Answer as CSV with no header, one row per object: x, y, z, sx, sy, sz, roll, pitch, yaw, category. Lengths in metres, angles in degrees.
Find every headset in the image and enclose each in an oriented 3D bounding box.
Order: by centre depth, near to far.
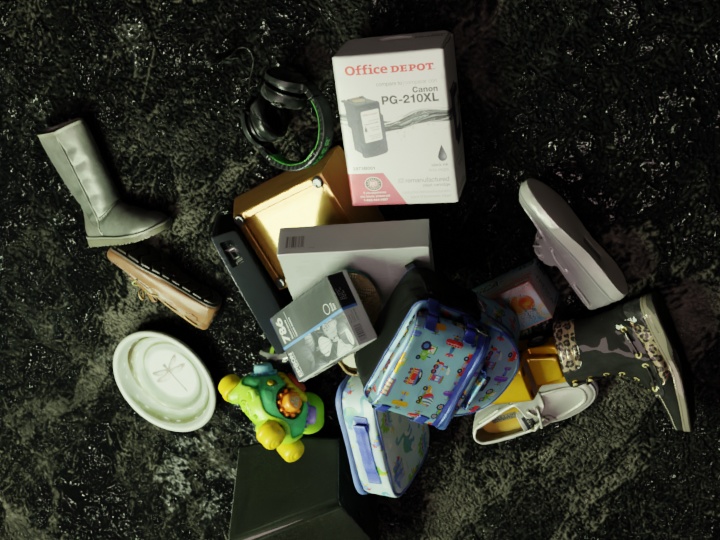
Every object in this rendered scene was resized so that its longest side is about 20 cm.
-0.124,-0.223,1.220,0.200,0.094,0.124,50,125,12,headset

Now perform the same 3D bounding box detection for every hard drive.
-0.154,0.013,1.344,0.042,0.135,0.201,-26,108,4,hard drive

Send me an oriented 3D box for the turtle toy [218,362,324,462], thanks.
-0.122,0.214,1.414,0.101,0.200,0.146,-45,58,-4,turtle toy

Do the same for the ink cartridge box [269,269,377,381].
-0.062,0.083,1.210,0.200,0.039,0.100,-38,76,50,ink cartridge box

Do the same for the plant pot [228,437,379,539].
-0.078,0.385,1.457,0.177,0.201,0.200,-24,124,17,plant pot

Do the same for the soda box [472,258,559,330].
0.173,0.061,1.262,0.199,0.068,0.064,-27,106,32,soda box

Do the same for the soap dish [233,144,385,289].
-0.074,-0.067,1.291,0.199,0.081,0.158,-23,106,31,soap dish

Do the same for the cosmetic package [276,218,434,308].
0.000,0.000,1.223,0.198,0.052,0.151,-3,142,7,cosmetic package

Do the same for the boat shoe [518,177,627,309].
0.263,-0.031,1.180,0.200,0.072,0.068,44,125,-15,boat shoe

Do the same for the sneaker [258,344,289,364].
-0.073,0.099,1.405,0.199,0.072,0.083,-13,77,33,sneaker

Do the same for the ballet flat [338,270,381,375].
-0.006,0.081,1.237,0.070,0.066,0.201,4,144,10,ballet flat

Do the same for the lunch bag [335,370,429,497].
0.034,0.226,1.354,0.082,0.161,0.201,-1,117,26,lunch bag

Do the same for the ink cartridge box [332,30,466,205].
0.052,-0.192,1.160,0.144,0.084,0.201,-1,116,16,ink cartridge box

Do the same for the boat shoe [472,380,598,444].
0.248,0.204,1.305,0.199,0.070,0.071,-23,107,29,boat shoe

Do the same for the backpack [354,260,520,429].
0.114,0.113,1.165,0.199,0.135,0.183,23,113,-21,backpack

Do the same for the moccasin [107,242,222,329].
-0.319,0.024,1.457,0.201,0.074,0.078,31,117,-7,moccasin

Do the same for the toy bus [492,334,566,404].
0.192,0.146,1.289,0.199,0.078,0.065,-11,112,34,toy bus

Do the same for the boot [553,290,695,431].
0.356,0.133,1.219,0.150,0.073,0.201,-15,110,29,boot

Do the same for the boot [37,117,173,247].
-0.396,-0.140,1.407,0.181,0.073,0.201,-7,107,24,boot

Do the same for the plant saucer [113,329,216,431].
-0.326,0.181,1.553,0.199,0.050,0.201,11,120,19,plant saucer
